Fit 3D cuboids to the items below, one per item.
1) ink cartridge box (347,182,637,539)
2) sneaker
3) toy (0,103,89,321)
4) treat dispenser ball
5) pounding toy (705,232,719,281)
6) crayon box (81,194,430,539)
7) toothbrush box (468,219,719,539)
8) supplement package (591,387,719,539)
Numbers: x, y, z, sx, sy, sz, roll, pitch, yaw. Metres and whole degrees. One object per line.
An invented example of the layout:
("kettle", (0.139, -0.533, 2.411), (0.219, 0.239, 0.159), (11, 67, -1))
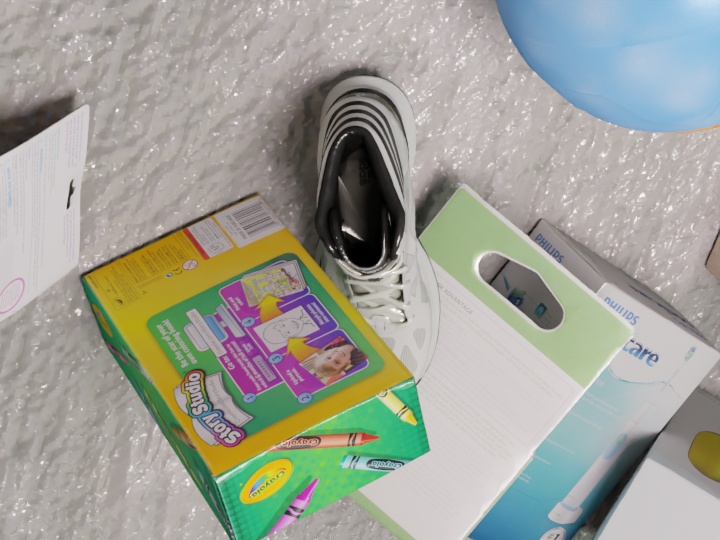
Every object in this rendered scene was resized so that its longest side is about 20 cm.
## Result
("ink cartridge box", (0.056, 0.066, 1.121), (0.200, 0.145, 0.048), (-51, 176, 9))
("sneaker", (0.000, 0.000, 1.025), (0.075, 0.115, 0.202), (-2, 114, 10))
("toy", (-0.223, -0.007, 0.924), (0.200, 0.047, 0.116), (-43, 155, -44))
("treat dispenser ball", (0.170, -0.175, 0.972), (0.200, 0.201, 0.202), (-17, 129, -22))
("pounding toy", (0.328, -0.002, 1.211), (0.142, 0.184, 0.201), (0, 122, -32))
("crayon box", (-0.062, 0.049, 0.988), (0.118, 0.200, 0.058), (-25, 131, -14))
("toothbrush box", (0.125, 0.088, 1.215), (0.146, 0.085, 0.200), (27, 105, -41))
("supplement package", (0.247, 0.203, 1.270), (0.151, 0.151, 0.200), (-62, 169, 19))
